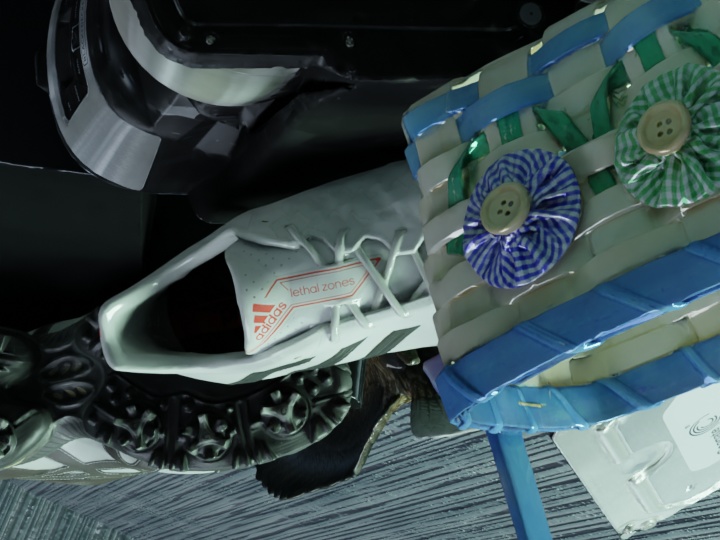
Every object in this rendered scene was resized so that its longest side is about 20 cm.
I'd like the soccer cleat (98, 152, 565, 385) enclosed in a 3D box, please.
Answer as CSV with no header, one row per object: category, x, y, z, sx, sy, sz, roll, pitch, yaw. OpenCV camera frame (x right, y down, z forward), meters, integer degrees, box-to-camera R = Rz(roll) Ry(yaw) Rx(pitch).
soccer cleat,0.000,0.000,0.777,0.199,0.069,0.085,-16,177,32

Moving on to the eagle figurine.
eagle figurine,0.016,0.041,1.211,0.150,0.152,0.200,10,152,6

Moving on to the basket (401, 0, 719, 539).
basket,0.103,0.019,0.652,0.176,0.201,0.139,-30,167,26

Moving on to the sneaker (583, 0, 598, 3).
sneaker,0.019,-0.154,0.659,0.088,0.076,0.200,11,152,52

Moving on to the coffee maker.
coffee maker,-0.006,-0.085,0.786,0.191,0.136,0.200,23,165,-8

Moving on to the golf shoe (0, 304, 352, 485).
golf shoe,-0.093,0.049,0.951,0.198,0.079,0.094,-3,171,15

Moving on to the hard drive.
hard drive,0.156,0.013,0.815,0.038,0.199,0.140,60,-177,29

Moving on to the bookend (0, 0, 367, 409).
bookend,-0.084,-0.036,0.949,0.197,0.093,0.200,7,152,-1

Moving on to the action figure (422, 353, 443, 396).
action figure,0.097,-0.023,0.867,0.105,0.199,0.194,59,169,23
